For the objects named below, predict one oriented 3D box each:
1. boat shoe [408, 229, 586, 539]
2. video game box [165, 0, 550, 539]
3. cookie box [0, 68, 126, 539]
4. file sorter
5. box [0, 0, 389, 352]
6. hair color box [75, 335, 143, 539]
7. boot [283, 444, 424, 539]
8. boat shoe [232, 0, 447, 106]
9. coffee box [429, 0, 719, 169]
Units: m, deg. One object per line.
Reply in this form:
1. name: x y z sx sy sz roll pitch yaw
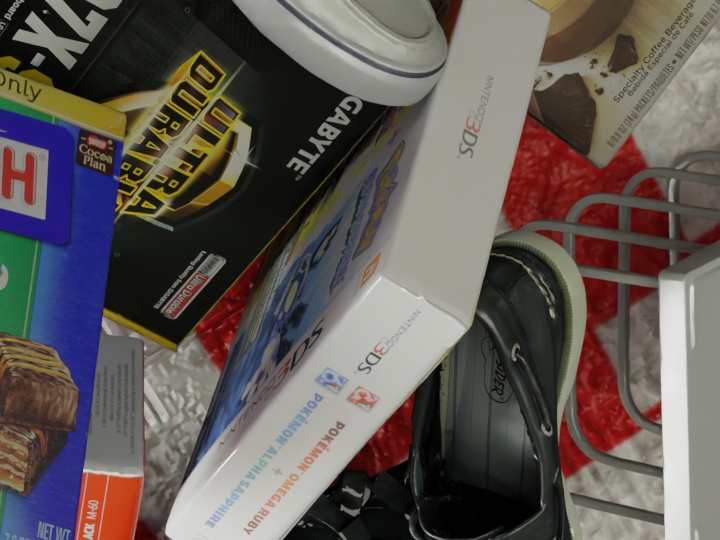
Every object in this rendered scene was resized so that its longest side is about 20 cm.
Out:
1. boat shoe: 0.050 0.086 1.050 0.066 0.074 0.200 -29 134 -52
2. video game box: 0.000 0.000 1.054 0.047 0.200 0.182 31 131 -13
3. cookie box: -0.185 0.013 0.971 0.171 0.075 0.200 18 59 -26
4. file sorter: 0.142 0.034 1.134 0.200 0.124 0.139 -23 116 -49
5. box: -0.091 -0.071 1.077 0.159 0.049 0.200 29 128 -19
6. hair color box: -0.193 0.069 1.081 0.199 0.111 0.064 8 118 -9
7. boot: -0.051 0.144 1.169 0.162 0.198 0.073 -17 80 -40
8. boat shoe: -0.029 -0.154 0.989 0.200 0.072 0.066 53 132 6
9. coffee box: 0.055 -0.151 1.125 0.200 0.080 0.113 35 96 -21
